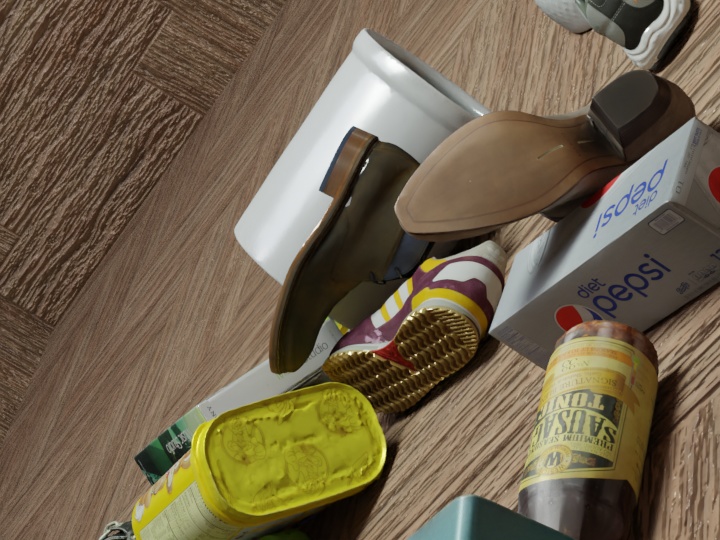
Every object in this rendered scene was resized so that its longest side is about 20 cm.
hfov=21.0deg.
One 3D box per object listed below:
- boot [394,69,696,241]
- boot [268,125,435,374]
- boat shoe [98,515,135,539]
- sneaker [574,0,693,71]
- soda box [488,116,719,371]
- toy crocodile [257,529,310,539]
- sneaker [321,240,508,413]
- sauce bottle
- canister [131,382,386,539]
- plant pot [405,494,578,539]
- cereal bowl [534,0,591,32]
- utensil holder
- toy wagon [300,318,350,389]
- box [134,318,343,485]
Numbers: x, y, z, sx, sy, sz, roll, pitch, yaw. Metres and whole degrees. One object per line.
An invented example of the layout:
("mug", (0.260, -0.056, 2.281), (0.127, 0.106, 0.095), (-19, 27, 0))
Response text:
("boot", (0.122, -0.058, 1.222), (0.199, 0.070, 0.146), (-26, -17, 2))
("boot", (0.000, 0.000, 1.487), (0.075, 0.097, 0.201), (-23, -46, -77))
("boat shoe", (-0.235, 0.285, 1.995), (0.071, 0.064, 0.200), (-55, 13, 17))
("sneaker", (0.196, -0.217, 1.465), (0.074, 0.079, 0.200), (-57, 11, 18))
("soda box", (0.158, -0.008, 1.156), (0.200, 0.063, 0.068), (-41, 21, 54))
("toy crocodile", (-0.103, 0.282, 1.512), (0.200, 0.062, 0.067), (-56, -26, 7))
("sneaker", (0.047, 0.043, 1.478), (0.200, 0.075, 0.090), (-30, 22, 54))
("sauce bottle", (0.117, 0.115, 1.029), (0.066, 0.066, 0.200), (-47, 18, 42))
("canister", (-0.085, 0.169, 1.519), (0.148, 0.087, 0.200), (-14, -16, -29))
("plant pot", (0.056, 0.232, 0.828), (0.141, 0.141, 0.201), (-46, 24, 44))
("cereal bowl", (0.201, -0.305, 1.643), (0.200, 0.083, 0.200), (-53, 14, 20))
("utensil holder", (0.013, -0.070, 1.596), (0.200, 0.170, 0.170), (-53, 13, 10))
("toy wagon", (-0.027, 0.062, 1.766), (0.156, 0.039, 0.200), (-63, 13, -18))
("box", (-0.102, 0.113, 1.635), (0.144, 0.036, 0.200), (-33, -4, -27))
